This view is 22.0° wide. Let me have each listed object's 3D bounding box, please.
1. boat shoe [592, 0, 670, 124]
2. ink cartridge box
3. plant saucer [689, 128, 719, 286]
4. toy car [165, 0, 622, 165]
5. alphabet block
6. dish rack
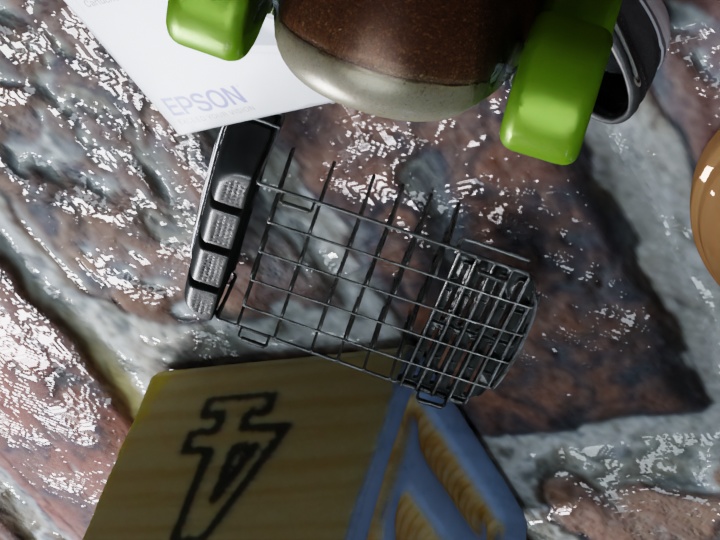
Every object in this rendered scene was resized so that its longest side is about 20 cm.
[{"bbox_3d":[0.066,-0.141,0.827,0.070,0.067,0.200,-19,128,38],"label":"boat shoe"},{"bbox_3d":[-0.072,-0.156,0.871,0.198,0.041,0.200,-8,134,42],"label":"ink cartridge box"},{"bbox_3d":[0.261,-0.014,0.917,0.198,0.038,0.201,13,141,10],"label":"plant saucer"},{"bbox_3d":[0.036,-0.168,0.701,0.163,0.158,0.202,17,115,4],"label":"toy car"},{"bbox_3d":[-0.036,0.184,1.154,0.198,0.197,0.196,-8,132,31],"label":"alphabet block"},{"bbox_3d":[0.000,0.000,1.036,0.198,0.055,0.154,19,143,-2],"label":"dish rack"}]
